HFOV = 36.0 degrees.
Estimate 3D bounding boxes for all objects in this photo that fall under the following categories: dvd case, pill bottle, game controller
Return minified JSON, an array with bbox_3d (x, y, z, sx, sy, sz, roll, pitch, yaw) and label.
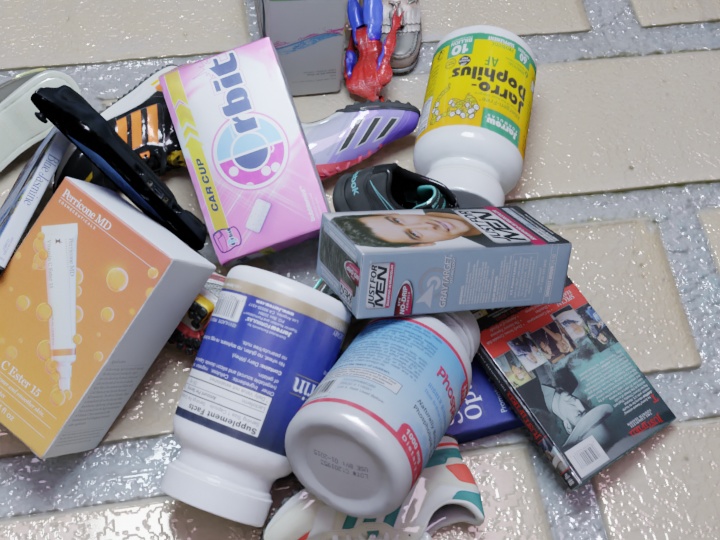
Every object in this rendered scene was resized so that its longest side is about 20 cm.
[{"bbox_3d":[-0.316,-0.050,1.007,0.018,0.143,0.201,31,49,-21],"label":"dvd case"},{"bbox_3d":[-0.092,0.107,0.943,0.115,0.116,0.201,20,83,5],"label":"pill bottle"},{"bbox_3d":[-0.210,-0.087,0.981,0.042,0.200,0.104,-44,50,-4],"label":"game controller"},{"bbox_3d":[0.028,0.103,0.929,0.108,0.109,0.200,29,42,10],"label":"pill bottle"},{"bbox_3d":[0.187,0.088,1.034,0.146,0.022,0.200,-24,69,-35],"label":"dvd case"},{"bbox_3d":[0.114,-0.141,1.129,0.112,0.113,0.201,13,61,1],"label":"pill bottle"}]

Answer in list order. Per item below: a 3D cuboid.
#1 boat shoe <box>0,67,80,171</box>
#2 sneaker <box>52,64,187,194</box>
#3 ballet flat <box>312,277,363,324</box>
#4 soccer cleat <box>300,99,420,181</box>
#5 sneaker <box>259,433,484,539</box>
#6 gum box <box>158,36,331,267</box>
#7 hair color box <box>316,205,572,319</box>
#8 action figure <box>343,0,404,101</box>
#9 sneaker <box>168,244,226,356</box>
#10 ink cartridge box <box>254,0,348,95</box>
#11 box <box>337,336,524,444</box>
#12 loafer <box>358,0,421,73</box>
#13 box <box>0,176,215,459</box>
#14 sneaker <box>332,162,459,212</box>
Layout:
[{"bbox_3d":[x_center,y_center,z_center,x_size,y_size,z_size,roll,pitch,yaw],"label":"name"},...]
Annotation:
[{"bbox_3d":[-0.373,-0.137,1.105,0.201,0.072,0.060,-33,28,-9],"label":"boat shoe"},{"bbox_3d":[-0.216,-0.123,1.107,0.090,0.070,0.200,33,61,15],"label":"sneaker"},{"bbox_3d":[0.000,0.000,1.068,0.071,0.069,0.201,26,58,2],"label":"ballet flat"},{"bbox_3d":[-0.029,-0.123,1.136,0.199,0.068,0.074,-13,76,-11],"label":"soccer cleat"},{"bbox_3d":[0.015,0.216,0.945,0.199,0.070,0.094,-20,59,-19],"label":"sneaker"},{"bbox_3d":[-0.108,-0.116,1.063,0.113,0.066,0.201,-19,87,2],"label":"gum box"},{"bbox_3d":[0.072,-0.011,0.968,0.199,0.061,0.099,-4,24,-23],"label":"hair color box"},{"bbox_3d":[0.008,-0.260,1.189,0.065,0.052,0.201,-8,86,34],"label":"action figure"},{"bbox_3d":[-0.194,0.009,1.046,0.199,0.078,0.082,29,38,13],"label":"sneaker"},{"bbox_3d":[-0.064,-0.298,1.147,0.087,0.200,0.146,-7,63,-6],"label":"ink cartridge box"},{"bbox_3d":[0.073,0.105,1.036,0.199,0.032,0.122,-14,64,-12],"label":"box"},{"bbox_3d":[0.032,-0.318,1.245,0.071,0.063,0.201,-1,61,-6],"label":"loafer"},{"bbox_3d":[-0.240,0.041,0.950,0.124,0.097,0.200,35,95,14],"label":"box"},{"bbox_3d":[0.068,-0.035,1.049,0.199,0.079,0.076,30,53,-24],"label":"sneaker"}]
